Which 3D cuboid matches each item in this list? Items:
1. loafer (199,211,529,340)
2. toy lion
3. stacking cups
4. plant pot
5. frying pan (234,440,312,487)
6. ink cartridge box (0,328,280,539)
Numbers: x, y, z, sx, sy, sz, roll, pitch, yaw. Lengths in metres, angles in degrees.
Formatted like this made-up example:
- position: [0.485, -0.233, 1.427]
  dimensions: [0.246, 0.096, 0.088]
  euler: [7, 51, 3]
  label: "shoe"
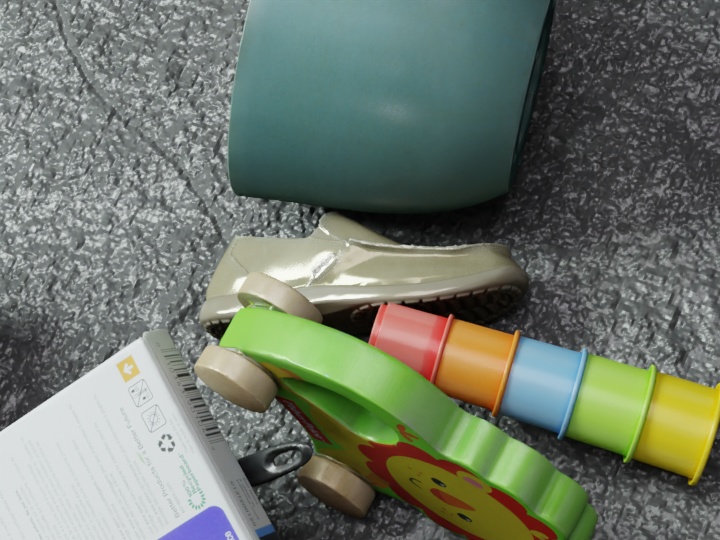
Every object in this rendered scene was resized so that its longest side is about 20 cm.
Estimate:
- position: [0.000, 0.000, 1.256]
  dimensions: [0.198, 0.076, 0.069]
  euler: [-5, 71, 10]
  label: "loafer"
- position: [0.031, 0.095, 1.146]
  dimensions: [0.191, 0.200, 0.069]
  euler: [17, 67, 38]
  label: "toy lion"
- position: [0.103, 0.060, 1.193]
  dimensions: [0.199, 0.061, 0.061]
  euler: [19, 71, 6]
  label: "stacking cups"
- position: [0.026, -0.123, 1.247]
  dimensions: [0.160, 0.201, 0.202]
  euler: [14, 69, 6]
  label: "plant pot"
- position: [-0.105, 0.115, 1.201]
  dimensions: [0.115, 0.031, 0.190]
  euler: [52, 121, 18]
  label: "frying pan"
- position: [-0.142, 0.168, 1.165]
  dimensions: [0.199, 0.043, 0.199]
  euler: [-32, 82, 18]
  label: "ink cartridge box"
